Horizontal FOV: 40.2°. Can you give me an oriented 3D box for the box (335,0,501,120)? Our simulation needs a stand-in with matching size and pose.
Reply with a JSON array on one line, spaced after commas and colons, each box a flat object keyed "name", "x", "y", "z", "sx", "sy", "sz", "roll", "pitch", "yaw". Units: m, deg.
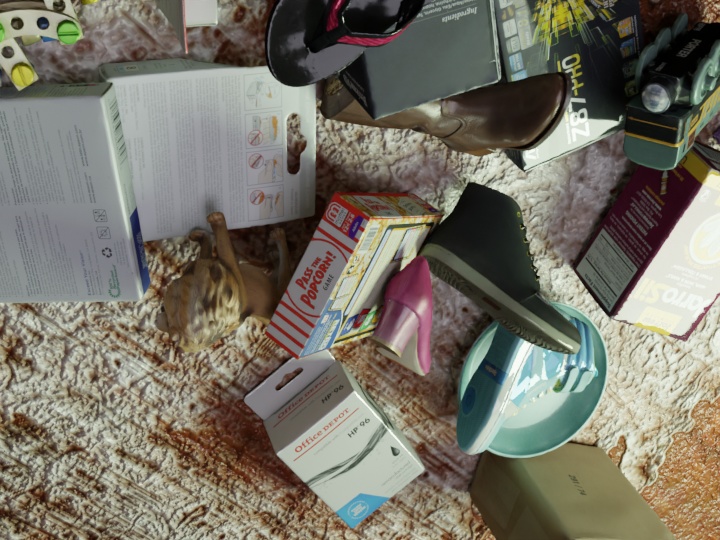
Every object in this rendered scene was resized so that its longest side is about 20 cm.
[{"name": "box", "x": 0.019, "y": -0.265, "z": 0.824, "sx": 0.122, "sy": 0.201, "sz": 0.200, "roll": -19, "pitch": 121, "yaw": -8}]

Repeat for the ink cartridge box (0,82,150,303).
[{"name": "ink cartridge box", "x": -0.302, "y": -0.065, "z": 0.885, "sx": 0.195, "sy": 0.044, "sz": 0.200, "roll": 0, "pitch": 119, "yaw": 6}]

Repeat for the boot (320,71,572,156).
[{"name": "boot", "x": 0.073, "y": -0.163, "z": 0.924, "sx": 0.197, "sy": 0.186, "sz": 0.066, "roll": 14, "pitch": 72, "yaw": -26}]

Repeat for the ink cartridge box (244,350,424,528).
[{"name": "ink cartridge box", "x": -0.029, "y": 0.188, "z": 1.120, "sx": 0.115, "sy": 0.068, "sz": 0.201, "roll": -39, "pitch": 123, "yaw": 1}]

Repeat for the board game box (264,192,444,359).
[{"name": "board game box", "x": 0.000, "y": 0.000, "z": 0.976, "sx": 0.153, "sy": 0.046, "sz": 0.199, "roll": -62, "pitch": 161, "yaw": 15}]

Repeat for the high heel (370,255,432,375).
[{"name": "high heel", "x": 0.056, "y": 0.051, "z": 1.052, "sx": 0.097, "sy": 0.066, "sz": 0.200, "roll": -62, "pitch": 159, "yaw": -8}]

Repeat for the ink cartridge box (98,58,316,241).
[{"name": "ink cartridge box", "x": -0.141, "y": -0.119, "z": 0.934, "sx": 0.196, "sy": 0.047, "sz": 0.163, "roll": -10, "pitch": 119, "yaw": -20}]

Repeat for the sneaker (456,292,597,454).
[{"name": "sneaker", "x": 0.199, "y": 0.134, "z": 1.124, "sx": 0.129, "sy": 0.080, "sz": 0.203, "roll": 22, "pitch": 102, "yaw": -20}]

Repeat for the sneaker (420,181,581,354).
[{"name": "sneaker", "x": 0.169, "y": -0.002, "z": 1.034, "sx": 0.199, "sy": 0.075, "sz": 0.107, "roll": 36, "pitch": 76, "yaw": -8}]

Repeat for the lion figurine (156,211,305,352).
[{"name": "lion figurine", "x": -0.107, "y": 0.020, "z": 0.940, "sx": 0.198, "sy": 0.125, "sz": 0.072, "roll": 8, "pitch": 151, "yaw": -44}]

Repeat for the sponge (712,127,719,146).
[{"name": "sponge", "x": 0.514, "y": -0.134, "z": 1.185, "sx": 0.111, "sy": 0.030, "sz": 0.200, "roll": -44, "pitch": 124, "yaw": 6}]

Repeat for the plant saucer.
[{"name": "plant saucer", "x": 0.203, "y": 0.127, "z": 1.185, "sx": 0.196, "sy": 0.036, "sz": 0.204, "roll": -5, "pitch": 110, "yaw": -15}]

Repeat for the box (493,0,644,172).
[{"name": "box", "x": 0.212, "y": -0.223, "z": 1.010, "sx": 0.159, "sy": 0.049, "sz": 0.203, "roll": -22, "pitch": 124, "yaw": -8}]

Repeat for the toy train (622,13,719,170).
[{"name": "toy train", "x": 0.333, "y": -0.188, "z": 1.017, "sx": 0.200, "sy": 0.084, "sz": 0.116, "roll": -41, "pitch": 141, "yaw": -44}]

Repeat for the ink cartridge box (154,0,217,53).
[{"name": "ink cartridge box", "x": -0.136, "y": -0.291, "z": 0.764, "sx": 0.044, "sy": 0.177, "sz": 0.204, "roll": -7, "pitch": 119, "yaw": -17}]

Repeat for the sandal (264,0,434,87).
[{"name": "sandal", "x": 0.015, "y": -0.201, "z": 0.711, "sx": 0.198, "sy": 0.045, "sz": 0.076, "roll": -31, "pitch": 122, "yaw": 2}]

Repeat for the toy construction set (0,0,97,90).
[{"name": "toy construction set", "x": -0.282, "y": -0.252, "z": 0.787, "sx": 0.129, "sy": 0.093, "sz": 0.202, "roll": -21, "pitch": 133, "yaw": -9}]

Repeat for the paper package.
[{"name": "paper package", "x": 0.262, "y": 0.308, "z": 1.218, "sx": 0.187, "sy": 0.201, "sz": 0.105, "roll": 11, "pitch": 114, "yaw": -26}]

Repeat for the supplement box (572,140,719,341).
[{"name": "supplement box", "x": 0.358, "y": -0.038, "z": 1.117, "sx": 0.129, "sy": 0.104, "sz": 0.202, "roll": 14, "pitch": 119, "yaw": -27}]
